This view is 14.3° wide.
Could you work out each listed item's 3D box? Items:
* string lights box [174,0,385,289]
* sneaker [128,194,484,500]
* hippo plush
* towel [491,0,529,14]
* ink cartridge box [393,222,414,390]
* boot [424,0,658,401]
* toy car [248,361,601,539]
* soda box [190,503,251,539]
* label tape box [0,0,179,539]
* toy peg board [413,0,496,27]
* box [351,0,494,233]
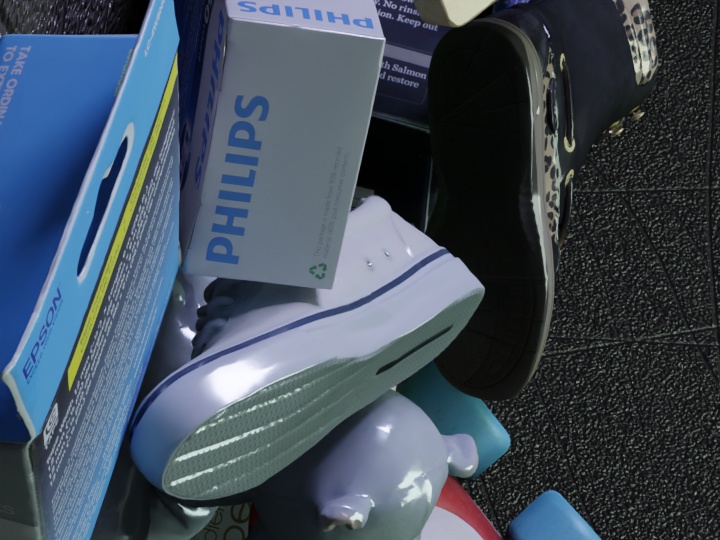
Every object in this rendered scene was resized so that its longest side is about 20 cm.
[{"bbox_3d":[-0.039,-0.088,1.080,0.200,0.059,0.103,-103,-158,-59],"label":"string lights box"},{"bbox_3d":[-0.033,0.025,1.058,0.200,0.071,0.073,-26,153,-57],"label":"sneaker"},{"bbox_3d":[-0.029,0.063,1.176,0.159,0.160,0.201,-33,143,-55],"label":"hippo plush"},{"bbox_3d":[0.084,-0.170,1.462,0.200,0.024,0.145,94,13,-53],"label":"towel"},{"bbox_3d":[0.000,0.000,1.312,0.146,0.048,0.201,-81,179,-70],"label":"ink cartridge box"},{"bbox_3d":[0.088,-0.051,1.411,0.151,0.073,0.201,-42,135,-51],"label":"boot"},{"bbox_3d":[0.012,0.146,1.382,0.184,0.177,0.200,-40,168,-2],"label":"toy car"},{"bbox_3d":[-0.080,0.159,1.639,0.064,0.068,0.201,78,27,-80],"label":"soda box"},{"bbox_3d":[-0.105,0.008,0.899,0.200,0.066,0.144,93,12,-63],"label":"label tape box"},{"bbox_3d":[0.043,-0.239,1.189,0.200,0.098,0.200,-38,122,-30],"label":"toy peg board"},{"bbox_3d":[0.005,-0.104,1.505,0.197,0.117,0.201,96,11,-56],"label":"box"}]
